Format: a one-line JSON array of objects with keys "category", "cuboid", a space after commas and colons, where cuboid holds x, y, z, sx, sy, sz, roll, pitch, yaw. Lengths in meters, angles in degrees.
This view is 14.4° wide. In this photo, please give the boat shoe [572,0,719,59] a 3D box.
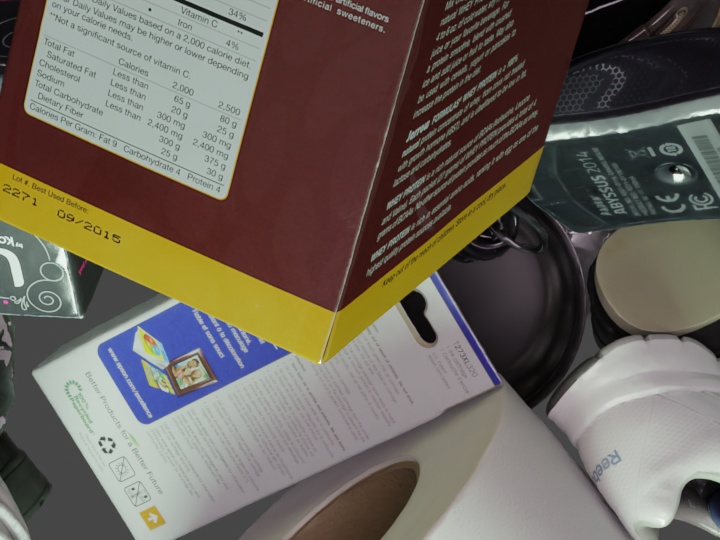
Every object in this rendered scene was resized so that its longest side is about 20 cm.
[{"category": "boat shoe", "cuboid": [0.057, -0.085, 1.180, 0.199, 0.073, 0.075, -26, 55, -3]}]

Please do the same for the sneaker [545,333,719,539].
[{"category": "sneaker", "cuboid": [0.174, 0.076, 1.188, 0.199, 0.075, 0.087, -4, 57, -24]}]

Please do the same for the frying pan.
[{"category": "frying pan", "cuboid": [0.004, 0.017, 1.228, 0.189, 0.031, 0.116, -7, 101, 10]}]

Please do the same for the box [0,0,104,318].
[{"category": "box", "cuboid": [-0.147, -0.087, 1.072, 0.131, 0.200, 0.115, 2, 129, 12]}]

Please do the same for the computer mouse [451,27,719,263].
[{"category": "computer mouse", "cuboid": [0.105, -0.060, 1.110, 0.199, 0.139, 0.053, -3, 58, 20]}]

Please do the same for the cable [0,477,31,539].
[{"category": "cable", "cuboid": [-0.225, 0.137, 1.120, 0.200, 0.069, 0.200, -41, 141, 11]}]

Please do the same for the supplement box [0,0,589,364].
[{"category": "supplement box", "cuboid": [-0.006, -0.112, 0.950, 0.132, 0.197, 0.201, 24, 116, 15]}]

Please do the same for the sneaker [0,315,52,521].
[{"category": "sneaker", "cuboid": [-0.214, 0.095, 1.227, 0.199, 0.060, 0.104, -37, 99, 0]}]

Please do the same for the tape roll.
[{"category": "tape roll", "cuboid": [0.026, 0.161, 1.162, 0.202, 0.203, 0.139, -40, 102, 6]}]

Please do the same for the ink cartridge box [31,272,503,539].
[{"category": "ink cartridge box", "cuboid": [-0.038, 0.040, 1.189, 0.199, 0.037, 0.095, -26, 99, 32]}]

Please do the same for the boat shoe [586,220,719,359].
[{"category": "boat shoe", "cuboid": [0.191, -0.012, 1.214, 0.200, 0.063, 0.074, -19, 68, -8]}]
